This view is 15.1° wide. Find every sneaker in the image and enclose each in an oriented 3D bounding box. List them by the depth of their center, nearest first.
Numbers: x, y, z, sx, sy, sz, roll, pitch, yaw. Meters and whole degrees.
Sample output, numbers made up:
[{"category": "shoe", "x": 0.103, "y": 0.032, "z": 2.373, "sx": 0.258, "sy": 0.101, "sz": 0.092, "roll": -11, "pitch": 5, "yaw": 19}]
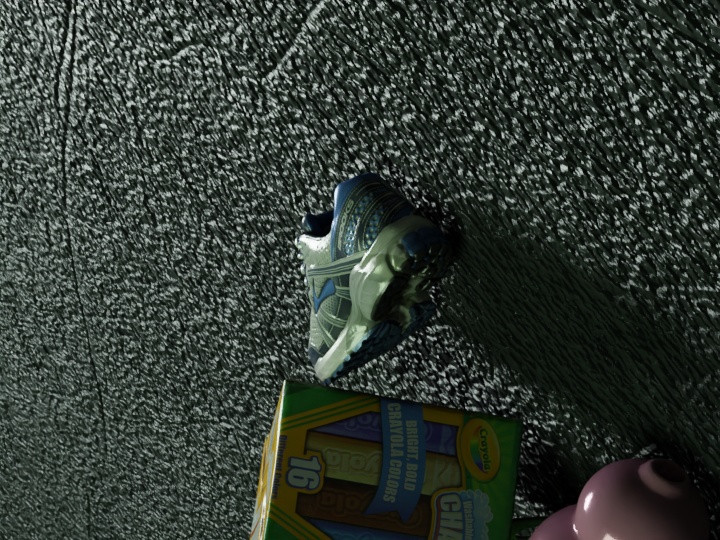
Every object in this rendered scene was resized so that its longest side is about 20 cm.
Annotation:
[{"category": "sneaker", "x": 0.000, "y": 0.000, "z": 1.674, "sx": 0.085, "sy": 0.077, "sz": 0.200, "roll": 55, "pitch": 154, "yaw": 14}]

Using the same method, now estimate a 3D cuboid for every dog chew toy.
[{"category": "dog chew toy", "x": 0.140, "y": 0.194, "z": 1.596, "sx": 0.125, "sy": 0.125, "sz": 0.200, "roll": 39, "pitch": 123, "yaw": 25}]

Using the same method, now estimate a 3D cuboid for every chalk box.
[{"category": "chalk box", "x": 0.034, "y": 0.160, "z": 1.732, "sx": 0.200, "sy": 0.124, "sz": 0.125, "roll": 11, "pitch": 157, "yaw": -4}]
